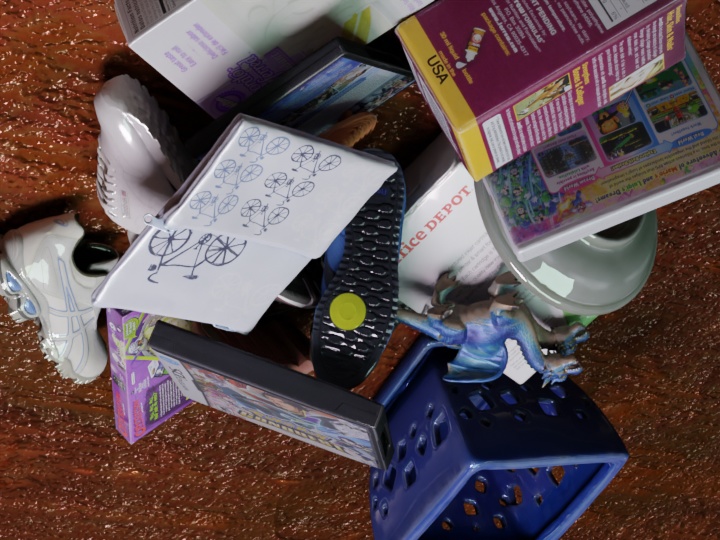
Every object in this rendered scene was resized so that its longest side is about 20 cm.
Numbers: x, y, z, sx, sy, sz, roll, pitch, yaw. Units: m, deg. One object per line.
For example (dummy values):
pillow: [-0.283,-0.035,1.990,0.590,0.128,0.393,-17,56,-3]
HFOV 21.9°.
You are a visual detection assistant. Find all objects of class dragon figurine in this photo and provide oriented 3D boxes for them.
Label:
dragon figurine: [0.095,0.057,1.578,0.198,0.059,0.100,-7,125,5]

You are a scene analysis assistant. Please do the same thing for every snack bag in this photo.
snack bag: [-0.088,-0.027,1.392,0.200,0.021,0.188,-47,148,21]

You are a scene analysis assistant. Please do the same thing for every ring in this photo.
ring: [-0.069,-0.064,1.476,0.200,0.019,0.200,-39,175,-4]

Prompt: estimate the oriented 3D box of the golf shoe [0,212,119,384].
golf shoe: [-0.236,0.024,1.559,0.097,0.079,0.200,-28,148,-1]

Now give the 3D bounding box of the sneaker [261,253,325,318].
sneaker: [-0.076,0.013,1.591,0.115,0.076,0.200,-26,171,23]

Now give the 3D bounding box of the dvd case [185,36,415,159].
dvd case: [-0.039,-0.125,1.427,0.142,0.018,0.200,-33,171,16]

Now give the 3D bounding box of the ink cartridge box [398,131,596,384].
ink cartridge box: [0.112,-0.017,1.613,0.199,0.085,0.146,35,119,-21]

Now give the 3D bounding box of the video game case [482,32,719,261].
video game case: [0.185,-0.120,1.489,0.198,0.183,0.024,-21,152,0]

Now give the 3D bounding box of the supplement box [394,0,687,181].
supplement box: [0.140,-0.174,1.416,0.199,0.104,0.131,-30,162,1]

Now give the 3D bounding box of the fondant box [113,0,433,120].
fondant box: [-0.058,-0.201,1.351,0.199,0.059,0.144,-30,146,15]

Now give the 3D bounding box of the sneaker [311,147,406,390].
sneaker: [0.000,0.000,1.529,0.065,0.202,0.078,8,175,-2]

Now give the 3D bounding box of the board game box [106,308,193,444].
board game box: [-0.168,0.062,1.649,0.120,0.032,0.201,-38,155,-29]

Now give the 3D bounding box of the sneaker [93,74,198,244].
sneaker: [-0.174,-0.075,1.453,0.080,0.077,0.200,-18,147,5]

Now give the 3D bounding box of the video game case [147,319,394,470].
video game case: [-0.071,0.108,1.559,0.198,0.026,0.181,20,165,9]

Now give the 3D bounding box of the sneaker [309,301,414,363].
sneaker: [0.028,0.015,1.711,0.199,0.080,0.074,-37,108,0]

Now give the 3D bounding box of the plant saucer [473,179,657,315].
plant saucer: [0.185,-0.065,1.549,0.199,0.202,0.050,5,160,-35]

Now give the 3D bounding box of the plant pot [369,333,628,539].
plant pot: [0.117,0.171,1.865,0.198,0.181,0.200,2,141,-31]

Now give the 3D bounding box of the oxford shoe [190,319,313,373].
oxford shoe: [-0.104,0.084,1.675,0.074,0.071,0.200,-44,154,13]
